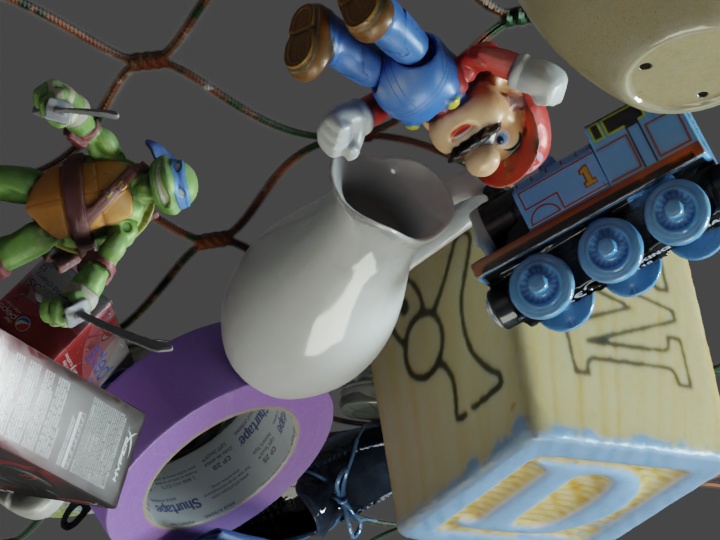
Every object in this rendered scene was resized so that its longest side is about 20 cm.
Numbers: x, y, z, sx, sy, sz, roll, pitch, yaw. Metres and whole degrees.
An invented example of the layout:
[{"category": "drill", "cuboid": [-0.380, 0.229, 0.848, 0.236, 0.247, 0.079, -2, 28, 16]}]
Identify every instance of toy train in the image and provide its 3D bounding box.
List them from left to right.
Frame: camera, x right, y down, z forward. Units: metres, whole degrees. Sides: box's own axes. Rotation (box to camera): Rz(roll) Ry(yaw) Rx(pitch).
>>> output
[{"category": "toy train", "cuboid": [0.165, -0.039, 1.594, 0.200, 0.114, 0.087, -29, 161, 13]}]

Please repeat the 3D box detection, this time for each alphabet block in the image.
[{"category": "alphabet block", "cuboid": [0.138, 0.085, 1.756, 0.196, 0.200, 0.195, 10, 147, -33]}]

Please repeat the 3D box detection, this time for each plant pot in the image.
[{"category": "plant pot", "cuboid": [0.183, -0.172, 1.356, 0.200, 0.135, 0.200, -7, 153, -4]}]

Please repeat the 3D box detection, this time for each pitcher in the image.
[{"category": "pitcher", "cuboid": [0.000, 0.000, 1.660, 0.171, 0.121, 0.200, -6, 145, -41]}]

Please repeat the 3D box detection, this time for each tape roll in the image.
[{"category": "tape roll", "cuboid": [-0.121, 0.129, 1.765, 0.200, 0.066, 0.200, -27, 149, -18]}]

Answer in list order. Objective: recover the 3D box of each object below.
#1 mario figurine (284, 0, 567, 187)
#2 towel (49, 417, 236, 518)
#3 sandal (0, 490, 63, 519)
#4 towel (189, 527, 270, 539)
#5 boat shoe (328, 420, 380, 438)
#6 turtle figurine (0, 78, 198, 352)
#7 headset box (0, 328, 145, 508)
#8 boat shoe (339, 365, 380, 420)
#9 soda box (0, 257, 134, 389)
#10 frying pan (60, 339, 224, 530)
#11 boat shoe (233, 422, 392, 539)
[{"category": "mario figurine", "cuboid": [0.050, -0.105, 1.464, 0.200, 0.106, 0.123, 27, 170, -38]}, {"category": "towel", "cuboid": [-0.192, 0.152, 1.945, 0.200, 0.048, 0.171, -8, 155, -3]}, {"category": "sandal", "cuboid": [-0.266, 0.127, 1.714, 0.082, 0.203, 0.050, -46, 133, 3]}, {"category": "towel", "cuboid": [-0.152, 0.256, 1.841, 0.200, 0.024, 0.147, -25, 155, 24]}, {"category": "boat shoe", "cuboid": [0.009, 0.171, 2.014, 0.201, 0.072, 0.066, -28, 142, 23]}, {"category": "turtle figurine", "cuboid": [-0.211, -0.041, 1.477, 0.194, 0.200, 0.144, -11, 118, 11]}, {"category": "headset box", "cuboid": [-0.268, 0.090, 1.561, 0.148, 0.075, 0.200, 4, 159, 34]}, {"category": "boat shoe", "cuboid": [0.074, 0.089, 1.894, 0.202, 0.065, 0.074, 2, 162, -25]}, {"category": "soda box", "cuboid": [-0.215, 0.062, 1.696, 0.070, 0.063, 0.200, -46, 164, -14]}, {"category": "frying pan", "cuboid": [-0.170, 0.133, 1.847, 0.115, 0.031, 0.190, 10, 119, -8]}, {"category": "boat shoe", "cuboid": [-0.037, 0.193, 1.870, 0.200, 0.069, 0.084, -29, 109, 3]}]
